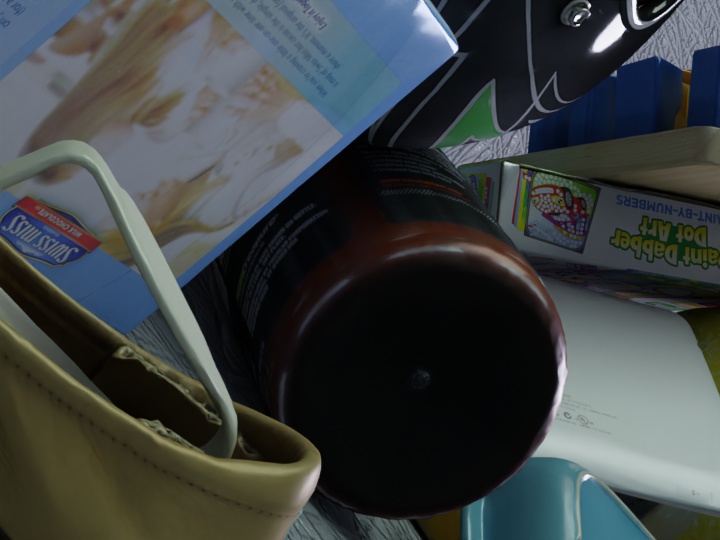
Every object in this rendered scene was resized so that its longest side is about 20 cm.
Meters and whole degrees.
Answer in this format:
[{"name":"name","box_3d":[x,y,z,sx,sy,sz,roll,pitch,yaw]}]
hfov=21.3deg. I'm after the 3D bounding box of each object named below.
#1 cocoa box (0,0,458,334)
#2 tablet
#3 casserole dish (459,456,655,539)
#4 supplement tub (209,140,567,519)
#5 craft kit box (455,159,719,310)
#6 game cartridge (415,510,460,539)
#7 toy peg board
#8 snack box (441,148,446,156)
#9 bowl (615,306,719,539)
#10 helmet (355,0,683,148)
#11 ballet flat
[{"name":"cocoa box","box_3d":[-0.085,-0.093,0.476,0.132,0.133,0.200,53,6,25]},{"name":"tablet","box_3d":[0.078,0.041,0.844,0.198,0.014,0.131,16,38,-24]},{"name":"casserole dish","box_3d":[0.104,0.148,0.728,0.200,0.039,0.122,47,28,-33]},{"name":"supplement tub","box_3d":[0.000,0.000,0.714,0.107,0.107,0.200,48,6,-27]},{"name":"craft kit box","box_3d":[0.099,-0.012,0.991,0.196,0.049,0.199,12,-9,-27]},{"name":"game cartridge","box_3d":[0.061,0.115,0.853,0.201,0.032,0.176,52,5,27]},{"name":"toy peg board","box_3d":[0.185,-0.076,0.971,0.197,0.099,0.199,10,-8,-31]},{"name":"snack box","box_3d":[-0.026,-0.115,0.933,0.116,0.037,0.201,40,15,-36]},{"name":"bowl","box_3d":[0.154,0.102,0.945,0.107,0.200,0.201,26,21,-44]},{"name":"helmet","box_3d":[0.026,-0.135,0.657,0.199,0.190,0.202,25,-48,31]},{"name":"ballet flat","box_3d":[-0.083,-0.015,0.344,0.200,0.063,0.069,49,7,-17]}]
